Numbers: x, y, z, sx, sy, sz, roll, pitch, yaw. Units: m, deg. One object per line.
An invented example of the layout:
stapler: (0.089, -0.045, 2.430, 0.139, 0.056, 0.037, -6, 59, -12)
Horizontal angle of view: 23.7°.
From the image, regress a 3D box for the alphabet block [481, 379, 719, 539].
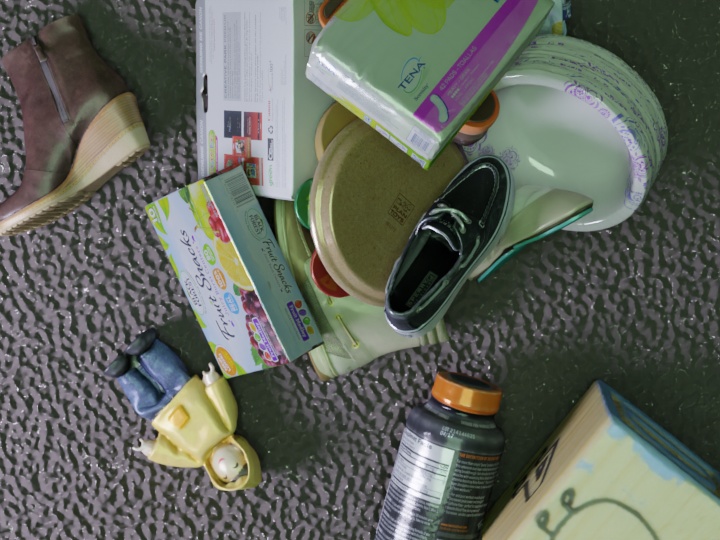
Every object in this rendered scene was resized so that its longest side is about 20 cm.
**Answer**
alphabet block: (0.254, 0.257, 1.719, 0.195, 0.196, 0.200, 37, 98, 0)

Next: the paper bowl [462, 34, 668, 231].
paper bowl: (0.205, -0.144, 1.689, 0.200, 0.105, 0.201, 19, 141, 16)

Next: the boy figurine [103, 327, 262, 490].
boy figurine: (-0.183, 0.160, 1.802, 0.124, 0.064, 0.200, -40, 90, 5)

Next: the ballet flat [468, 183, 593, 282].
ballet flat: (0.152, -0.047, 1.705, 0.070, 0.069, 0.200, 51, 142, -3)

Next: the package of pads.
package of pads: (0.061, -0.215, 1.579, 0.154, 0.068, 0.200, 36, 66, 5)

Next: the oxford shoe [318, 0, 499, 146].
oxford shoe: (0.038, -0.186, 1.643, 0.200, 0.073, 0.071, 39, 65, 4)

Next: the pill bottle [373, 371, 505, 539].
pill bottle: (0.087, 0.208, 1.768, 0.106, 0.106, 0.201, 16, 98, 2)

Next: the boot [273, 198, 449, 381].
boot: (0.000, 0.000, 1.765, 0.154, 0.072, 0.201, -17, 101, 6)

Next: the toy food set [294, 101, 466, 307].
toy food set: (0.026, -0.060, 1.676, 0.199, 0.049, 0.199, 23, 81, -32)

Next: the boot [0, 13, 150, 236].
boot: (-0.329, -0.149, 1.782, 0.199, 0.072, 0.167, -34, 82, 8)

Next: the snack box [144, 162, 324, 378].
snack box: (-0.130, 0.003, 1.741, 0.053, 0.142, 0.201, -28, 95, -32)

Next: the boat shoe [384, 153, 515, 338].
boat shoe: (0.083, -0.032, 1.634, 0.072, 0.068, 0.201, 30, 77, 20)

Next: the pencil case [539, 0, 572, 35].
pencil case: (0.105, -0.261, 1.690, 0.199, 0.083, 0.091, -5, 131, 3)

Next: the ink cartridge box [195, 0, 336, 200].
ink cartridge box: (-0.087, -0.178, 1.726, 0.083, 0.175, 0.202, -5, 100, -38)
